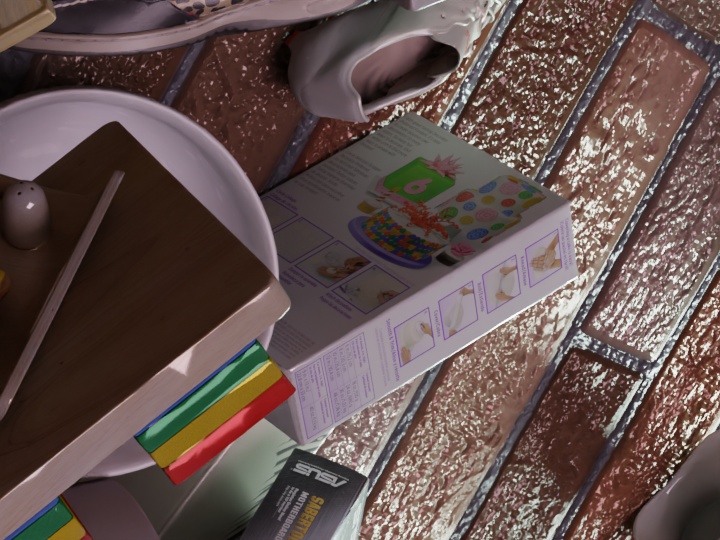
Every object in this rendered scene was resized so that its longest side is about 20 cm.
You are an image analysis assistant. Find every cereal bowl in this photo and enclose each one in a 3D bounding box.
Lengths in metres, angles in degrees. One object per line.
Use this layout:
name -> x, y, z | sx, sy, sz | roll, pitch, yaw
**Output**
cereal bowl -> -0.146, 0.002, 1.303 | 0.200, 0.083, 0.200 | -2, 99, -15

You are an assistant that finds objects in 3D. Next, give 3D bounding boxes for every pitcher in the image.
pitcher -> 0.259, 0.231, 1.809 | 0.172, 0.121, 0.200 | -35, 125, 7

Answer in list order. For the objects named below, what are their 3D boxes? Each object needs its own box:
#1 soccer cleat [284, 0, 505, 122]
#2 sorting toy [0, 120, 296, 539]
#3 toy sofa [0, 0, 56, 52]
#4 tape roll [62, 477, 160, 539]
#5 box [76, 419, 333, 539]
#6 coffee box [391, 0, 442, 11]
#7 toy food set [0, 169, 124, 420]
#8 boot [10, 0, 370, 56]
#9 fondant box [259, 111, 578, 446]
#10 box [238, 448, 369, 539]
soccer cleat -> 0.048, -0.145, 1.417 | 0.200, 0.078, 0.069 | -38, 134, -19
sorting toy -> -0.140, 0.048, 1.177 | 0.200, 0.199, 0.070 | -39, 126, -6
toy sofa -> -0.227, -0.185, 1.163 | 0.083, 0.098, 0.200 | -29, 135, 6
tape roll -> -0.139, 0.209, 1.282 | 0.066, 0.200, 0.200 | -12, 122, -23
box -> -0.110, 0.135, 1.439 | 0.200, 0.082, 0.068 | -52, 138, -2
coffee box -> 0.019, -0.251, 1.305 | 0.080, 0.114, 0.200 | -23, 128, -30
toy food set -> -0.224, -0.019, 1.143 | 0.060, 0.200, 0.144 | 98, 10, -52
boot -> -0.093, -0.190, 1.265 | 0.200, 0.073, 0.151 | -10, 110, -10
fondant box -> 0.000, 0.000, 1.411 | 0.200, 0.144, 0.058 | -31, 131, -24
box -> -0.057, 0.220, 1.405 | 0.200, 0.048, 0.158 | 100, 15, -45
